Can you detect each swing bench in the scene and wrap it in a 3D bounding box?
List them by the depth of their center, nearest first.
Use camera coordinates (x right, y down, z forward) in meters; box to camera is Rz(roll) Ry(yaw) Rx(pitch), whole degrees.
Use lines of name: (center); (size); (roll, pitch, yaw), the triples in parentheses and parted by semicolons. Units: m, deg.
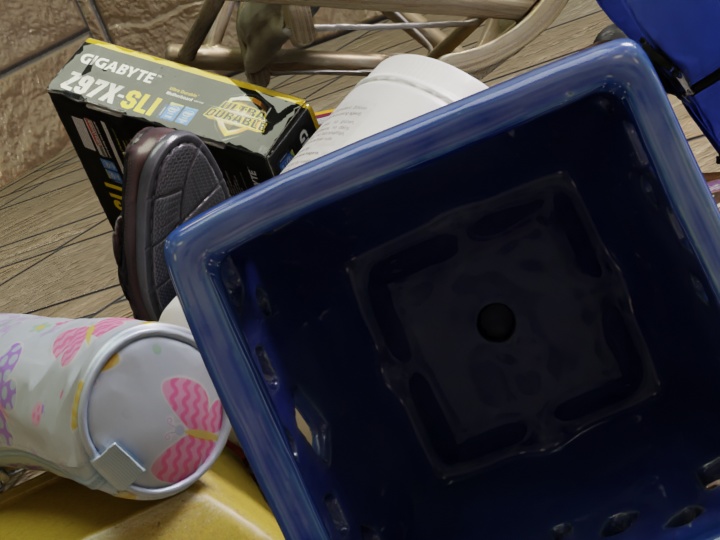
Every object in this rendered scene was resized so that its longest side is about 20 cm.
swing bench: (0.008, -0.161, 1.473); (0.199, 0.199, 0.130); (147, 143, -78)

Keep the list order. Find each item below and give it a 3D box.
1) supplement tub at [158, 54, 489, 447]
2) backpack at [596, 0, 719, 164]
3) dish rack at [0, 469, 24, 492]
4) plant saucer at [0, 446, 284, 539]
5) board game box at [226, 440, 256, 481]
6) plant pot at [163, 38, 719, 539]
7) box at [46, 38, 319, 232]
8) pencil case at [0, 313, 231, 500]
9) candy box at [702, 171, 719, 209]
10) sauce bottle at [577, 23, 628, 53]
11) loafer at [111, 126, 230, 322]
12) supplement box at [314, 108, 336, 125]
supplement tub: (0.000, 0.000, 1.340); (0.200, 0.132, 0.132); (-49, 20, -24)
backpack: (0.234, -0.127, 1.412); (0.162, 0.200, 0.168); (-35, 7, 31)
dish rack: (-0.180, 0.083, 1.707); (0.199, 0.055, 0.153); (-22, 9, 13)
plant saucer: (-0.144, 0.139, 1.273); (0.199, 0.049, 0.200); (-25, 15, -6)
board game box: (-0.107, 0.079, 1.477); (0.103, 0.020, 0.200); (-31, 30, -26)
plant pot: (0.058, 0.030, 1.024); (0.199, 0.201, 0.180); (-23, 4, 7)
box: (-0.077, -0.033, 1.477); (0.159, 0.201, 0.049); (19, 58, 32)
pencil case: (-0.143, 0.065, 1.271); (0.091, 0.083, 0.200); (-37, 19, -28)
candy box: (0.153, -0.006, 1.381); (0.116, 0.057, 0.200); (-27, 9, -20)
sauce bottle: (0.142, -0.094, 1.479); (0.064, 0.065, 0.200); (-20, 16, 21)
loafer: (-0.105, 0.003, 1.371); (0.063, 0.201, 0.072); (22, 52, 31)
supplement box: (0.045, -0.047, 1.583); (0.110, 0.086, 0.200); (-14, 18, -30)
